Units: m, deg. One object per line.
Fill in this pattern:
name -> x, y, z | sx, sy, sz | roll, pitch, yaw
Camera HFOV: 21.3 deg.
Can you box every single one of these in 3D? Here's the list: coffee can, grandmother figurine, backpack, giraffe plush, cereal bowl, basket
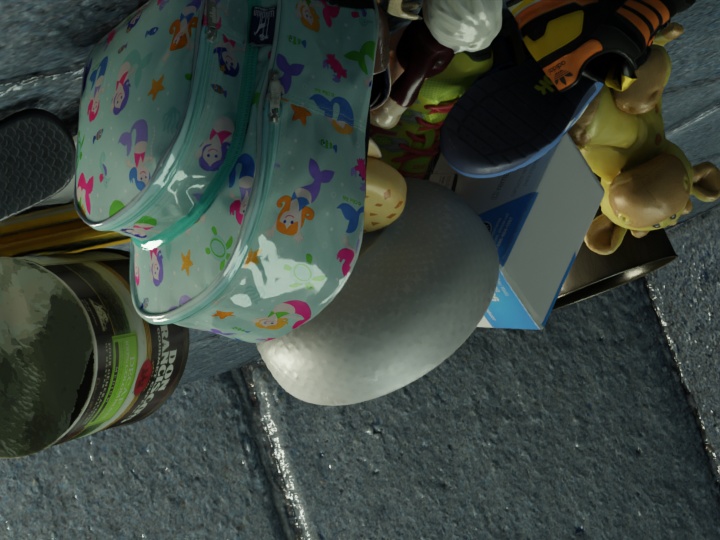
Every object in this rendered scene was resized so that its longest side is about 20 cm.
coffee can -> -0.233, 0.059, 1.467 | 0.146, 0.147, 0.200 | -22, 177, 15
grandmother figurine -> 0.041, -0.150, 1.271 | 0.060, 0.122, 0.200 | 23, 161, -10
backpack -> -0.075, -0.064, 1.091 | 0.150, 0.201, 0.177 | 9, 159, -34
giraffe plush -> 0.223, -0.100, 1.627 | 0.172, 0.163, 0.200 | -19, -168, 30
cereal bowl -> 0.000, 0.000, 1.426 | 0.199, 0.083, 0.201 | -20, -143, 16
basket -> 0.188, -0.078, 1.766 | 0.135, 0.201, 0.180 | -16, 172, -24

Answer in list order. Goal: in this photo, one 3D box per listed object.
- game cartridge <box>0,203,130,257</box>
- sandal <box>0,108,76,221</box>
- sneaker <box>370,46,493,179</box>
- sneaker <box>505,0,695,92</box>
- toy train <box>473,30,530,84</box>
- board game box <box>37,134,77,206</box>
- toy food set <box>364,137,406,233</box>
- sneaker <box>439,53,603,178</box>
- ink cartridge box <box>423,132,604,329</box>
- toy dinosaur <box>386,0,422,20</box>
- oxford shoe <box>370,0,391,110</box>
game cartridge -> -0.207, -0.034, 1.522 | 0.175, 0.033, 0.200 | -12, 177, -2
sandal -> -0.276, -0.044, 1.228 | 0.199, 0.076, 0.043 | -19, -160, -2
sneaker -> 0.042, -0.117, 1.482 | 0.078, 0.091, 0.200 | -13, 169, -37
sneaker -> 0.191, -0.177, 1.435 | 0.199, 0.090, 0.070 | -13, 171, -45
toy train -> 0.055, -0.146, 1.552 | 0.199, 0.034, 0.046 | -23, 162, 30
board game box -> -0.160, -0.093, 1.350 | 0.199, 0.026, 0.200 | -24, 173, 33
toy food set -> -0.080, -0.059, 1.327 | 0.197, 0.049, 0.200 | -14, 160, 21
sneaker -> 0.125, -0.118, 1.450 | 0.200, 0.074, 0.082 | -39, 169, -39
ink cartridge box -> 0.075, -0.035, 1.550 | 0.199, 0.084, 0.145 | 1, -128, 40
toy dinosaur -> 0.039, -0.194, 1.072 | 0.199, 0.058, 0.101 | -25, 163, -33
oxford shoe -> -0.020, -0.131, 1.251 | 0.071, 0.073, 0.200 | -19, 174, -8
